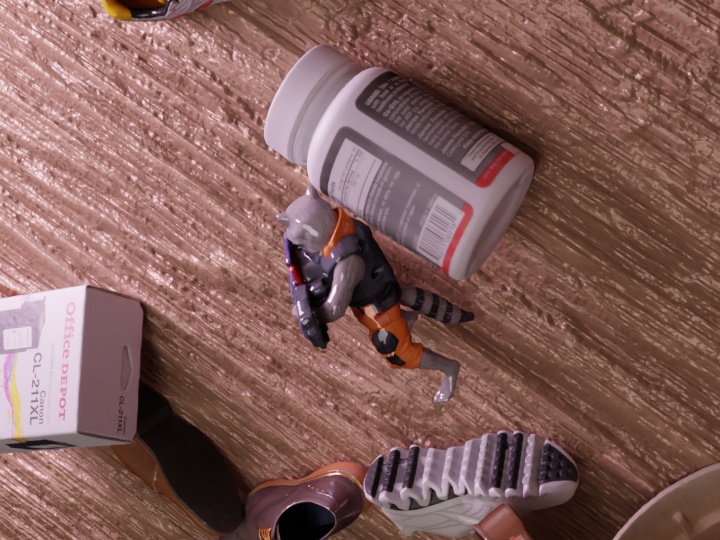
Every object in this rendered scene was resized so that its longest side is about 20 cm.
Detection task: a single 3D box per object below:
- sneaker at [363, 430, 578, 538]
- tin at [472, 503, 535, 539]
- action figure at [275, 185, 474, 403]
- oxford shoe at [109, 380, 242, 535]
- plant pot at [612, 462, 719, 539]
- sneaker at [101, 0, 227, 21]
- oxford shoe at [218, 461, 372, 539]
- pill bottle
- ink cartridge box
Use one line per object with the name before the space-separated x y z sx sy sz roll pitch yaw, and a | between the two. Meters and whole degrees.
sneaker | 0.104 0.196 1.153 0.197 0.076 0.082 -9 125 29
tin | 0.148 0.258 1.088 0.042 0.200 0.112 -34 64 -3
action figure | 0.000 0.000 1.087 0.104 0.201 0.194 -35 124 13
oxford shoe | -0.194 0.198 1.315 0.200 0.071 0.072 45 130 20
plant pot | 0.310 0.280 1.009 0.199 0.201 0.184 -28 107 34
sneaker | -0.134 -0.250 1.089 0.198 0.082 0.079 -18 100 32
oxford shoe | -0.078 0.245 1.263 0.199 0.073 0.072 -33 93 35
pill bottle | 0.029 -0.091 1.043 0.199 0.114 0.115 34 122 13
ink cartridge box | -0.321 0.101 1.299 0.198 0.082 0.148 -9 72 31
